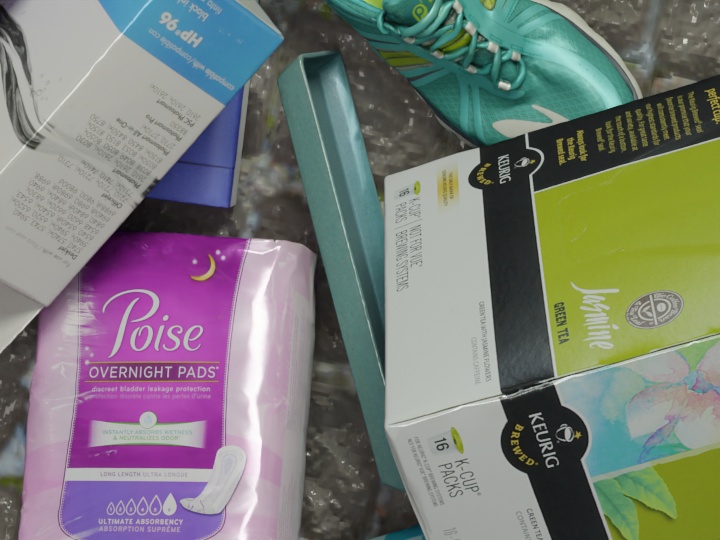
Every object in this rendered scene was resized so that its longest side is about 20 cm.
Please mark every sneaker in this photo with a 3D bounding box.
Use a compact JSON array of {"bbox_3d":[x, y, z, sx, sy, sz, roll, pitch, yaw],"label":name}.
[{"bbox_3d":[0.035,-0.108,1.067,0.200,0.080,0.078,36,100,3],"label":"sneaker"}]

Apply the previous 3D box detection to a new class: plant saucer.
[{"bbox_3d":[0.000,0.000,1.089,0.019,0.070,0.200,-13,94,15],"label":"plant saucer"}]

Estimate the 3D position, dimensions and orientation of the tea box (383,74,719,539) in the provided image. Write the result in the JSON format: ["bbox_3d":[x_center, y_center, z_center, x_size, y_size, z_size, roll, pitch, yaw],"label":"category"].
[{"bbox_3d":[0.120,0.033,0.991,0.196,0.200,0.134,-17,119,11],"label":"tea box"}]

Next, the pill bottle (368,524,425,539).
[{"bbox_3d":[0.090,0.151,1.070,0.200,0.111,0.111,-18,93,9],"label":"pill bottle"}]

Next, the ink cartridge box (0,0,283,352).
[{"bbox_3d":[-0.139,-0.069,1.048,0.200,0.116,0.068,-48,130,11],"label":"ink cartridge box"}]

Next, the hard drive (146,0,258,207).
[{"bbox_3d":[-0.112,-0.137,1.114,0.132,0.025,0.200,8,97,8],"label":"hard drive"}]

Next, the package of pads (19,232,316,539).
[{"bbox_3d":[-0.085,0.084,1.068,0.120,0.076,0.200,1,73,10],"label":"package of pads"}]
